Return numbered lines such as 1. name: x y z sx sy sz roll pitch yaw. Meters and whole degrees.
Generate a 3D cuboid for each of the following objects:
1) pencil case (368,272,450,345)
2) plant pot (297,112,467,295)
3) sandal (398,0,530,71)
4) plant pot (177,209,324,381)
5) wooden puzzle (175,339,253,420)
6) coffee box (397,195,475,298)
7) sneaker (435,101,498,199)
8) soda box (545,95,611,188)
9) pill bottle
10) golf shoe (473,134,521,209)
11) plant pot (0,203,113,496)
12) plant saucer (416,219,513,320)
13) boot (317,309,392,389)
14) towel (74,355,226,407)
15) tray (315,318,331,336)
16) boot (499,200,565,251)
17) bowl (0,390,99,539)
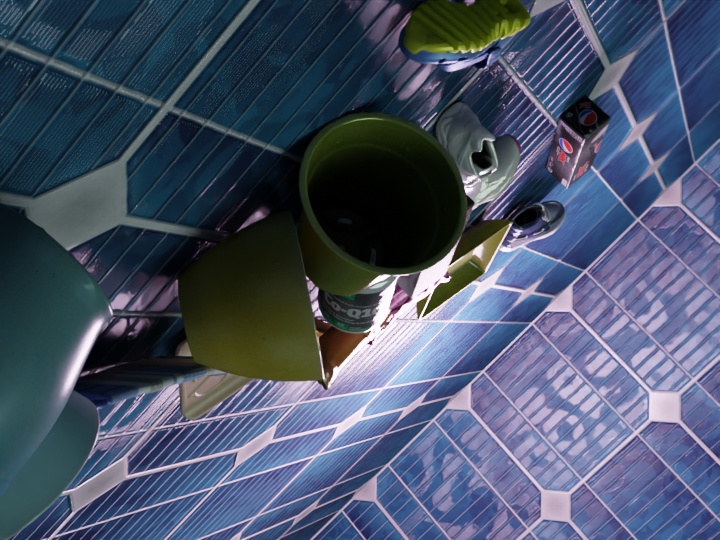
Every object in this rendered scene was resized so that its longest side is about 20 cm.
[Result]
1. pencil case: 0.061 0.044 1.583 0.200 0.091 0.094 -41 -163 -9
2. plant pot: -0.001 -0.057 1.102 0.200 0.200 0.190 -33 173 -27
3. sandal: 0.111 -0.254 1.019 0.200 0.080 0.087 -23 158 -44
4. plant pot: -0.130 0.042 1.050 0.141 0.201 0.200 -12 157 -6
5. wooden puzzle: -0.184 0.108 1.286 0.185 0.046 0.200 -34 156 -25
6. coffee box: 0.082 -0.063 1.334 0.080 0.113 0.200 -34 161 -23
7. sneaker: 0.154 -0.149 1.299 0.070 0.080 0.200 -39 153 -11
8. soda box: 0.400 -0.234 1.690 0.071 0.063 0.200 -39 162 -11
9. pill bottle: 0.000 0.000 1.305 0.113 0.113 0.200 -34 160 -23
10. golf shoe: 0.169 -0.134 1.424 0.200 0.075 0.091 -48 158 13
11. plant pot: -0.302 0.056 0.700 0.188 0.200 0.200 -52 167 -24
12. plant saucer: 0.189 -0.012 1.782 0.200 0.048 0.200 -34 160 -26
13. boot: -0.018 0.103 1.414 0.155 0.074 0.200 -37 -173 2
14. towel: -0.260 0.129 1.061 0.146 0.024 0.200 -3 -175 35
15. tray: -0.089 0.129 1.543 0.099 0.037 0.200 -44 163 4
16. boot: 0.370 -0.108 1.898 0.200 0.073 0.090 -31 165 -30
17. bowl: -0.354 0.153 0.838 0.201 0.201 0.105 -37 121 -16
